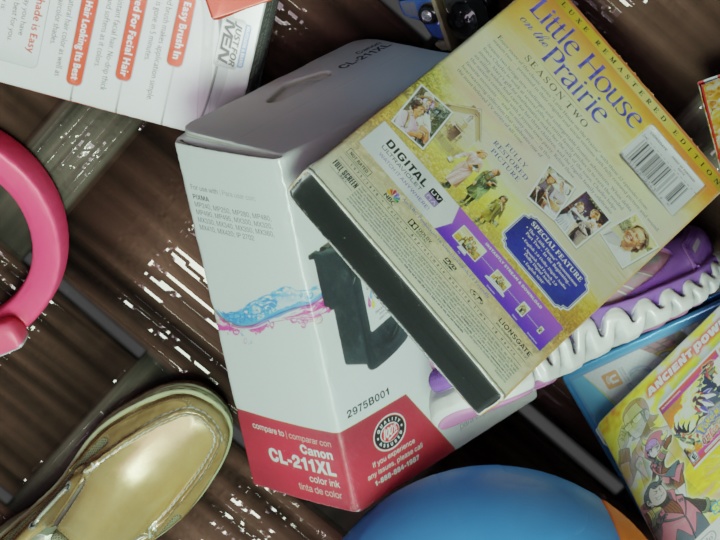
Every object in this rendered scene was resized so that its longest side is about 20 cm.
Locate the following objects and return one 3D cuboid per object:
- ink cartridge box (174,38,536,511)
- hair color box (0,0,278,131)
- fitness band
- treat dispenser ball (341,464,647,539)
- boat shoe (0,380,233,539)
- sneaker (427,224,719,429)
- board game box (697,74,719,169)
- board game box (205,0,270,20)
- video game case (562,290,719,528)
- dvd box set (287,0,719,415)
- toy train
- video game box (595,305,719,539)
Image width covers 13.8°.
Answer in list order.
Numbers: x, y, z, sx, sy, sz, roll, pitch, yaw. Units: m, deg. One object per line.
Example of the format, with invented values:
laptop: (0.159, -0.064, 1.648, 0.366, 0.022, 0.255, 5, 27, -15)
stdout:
ink cartridge box: (0.000, 0.000, 1.540, 0.083, 0.146, 0.200, 13, 123, 45)
hair color box: (-0.144, -0.149, 1.555, 0.200, 0.064, 0.111, 16, 112, 3)
fitness band: (-0.257, -0.007, 1.650, 0.200, 0.037, 0.144, -20, 106, 15)
treat dispenser ball: (0.068, 0.200, 1.518, 0.200, 0.201, 0.201, 3, 113, 7)
boat shoe: (-0.148, 0.143, 1.673, 0.072, 0.076, 0.200, 41, 112, -9)
sneaker: (0.103, 0.006, 1.529, 0.080, 0.200, 0.089, -31, 84, 54)
board game box: (0.261, -0.032, 1.474, 0.151, 0.200, 0.046, -20, 144, 17)
board game box: (-0.033, -0.242, 1.472, 0.153, 0.040, 0.200, -19, 95, 6)
video game case: (0.229, 0.071, 1.616, 0.200, 0.018, 0.143, -26, 108, 18)
dvd box set: (0.076, -0.041, 1.476, 0.146, 0.200, 0.029, 49, 144, 0)
toy train: (0.061, -0.089, 1.566, 0.046, 0.034, 0.200, -5, 114, 33)
video game box: (0.229, 0.085, 1.520, 0.047, 0.182, 0.200, 22, 122, -42)
